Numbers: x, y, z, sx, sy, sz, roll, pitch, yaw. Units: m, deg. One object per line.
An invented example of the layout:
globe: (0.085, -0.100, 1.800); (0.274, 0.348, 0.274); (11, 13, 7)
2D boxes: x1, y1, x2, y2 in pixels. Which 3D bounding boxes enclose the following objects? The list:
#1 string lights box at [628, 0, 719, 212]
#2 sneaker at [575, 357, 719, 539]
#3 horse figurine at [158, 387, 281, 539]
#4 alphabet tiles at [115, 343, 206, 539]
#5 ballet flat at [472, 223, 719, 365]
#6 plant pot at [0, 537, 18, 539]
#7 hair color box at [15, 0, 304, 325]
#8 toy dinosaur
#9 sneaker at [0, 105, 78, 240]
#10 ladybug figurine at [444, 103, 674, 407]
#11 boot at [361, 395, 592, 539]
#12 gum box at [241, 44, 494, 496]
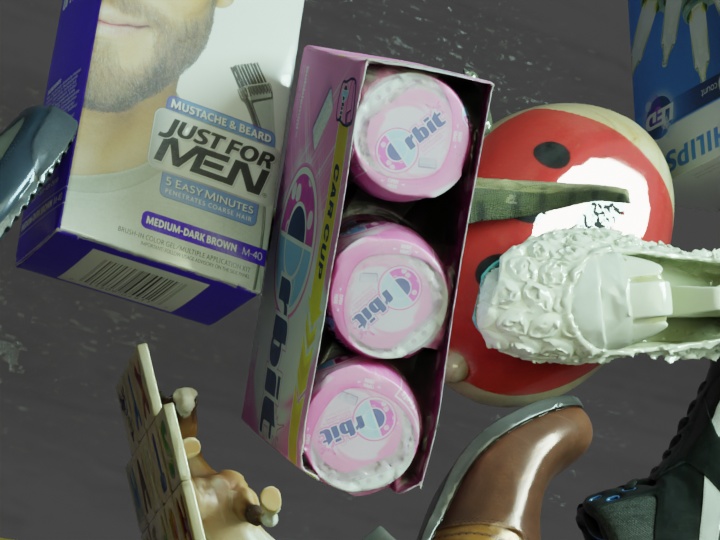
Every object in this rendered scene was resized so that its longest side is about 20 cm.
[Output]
string lights box: (0.202, -0.145, 1.412); (0.059, 0.103, 0.201); (9, 69, -29)
sneaker: (0.168, 0.105, 1.328); (0.111, 0.073, 0.201); (-6, 41, 7)
horse figurine: (-0.042, 0.141, 1.130); (0.050, 0.133, 0.201); (-31, 89, -15)
alphabet tiles: (-0.080, 0.138, 1.115); (0.006, 0.166, 0.201); (-12, 79, -14)
ballet flat: (0.150, 0.012, 1.268); (0.199, 0.072, 0.072); (-1, 74, -36)
plant pot: (-0.177, 0.204, 1.028); (0.200, 0.200, 0.190); (9, 86, -28)
hair color box: (-0.095, -0.086, 1.239); (0.109, 0.065, 0.201); (18, 64, -24)
toy dinosaur: (0.034, -0.050, 1.283); (0.199, 0.048, 0.089); (-10, 58, 7)
sneaker: (-0.212, -0.019, 1.131); (0.082, 0.070, 0.200); (44, 65, -7)
ladybug figurine: (0.102, -0.013, 1.326); (0.136, 0.072, 0.200); (44, 57, -12)
boot: (0.102, 0.177, 1.224); (0.200, 0.069, 0.188); (44, 55, 15)
gum box: (0.000, 0.000, 1.192); (0.066, 0.113, 0.201); (8, 96, -16)
